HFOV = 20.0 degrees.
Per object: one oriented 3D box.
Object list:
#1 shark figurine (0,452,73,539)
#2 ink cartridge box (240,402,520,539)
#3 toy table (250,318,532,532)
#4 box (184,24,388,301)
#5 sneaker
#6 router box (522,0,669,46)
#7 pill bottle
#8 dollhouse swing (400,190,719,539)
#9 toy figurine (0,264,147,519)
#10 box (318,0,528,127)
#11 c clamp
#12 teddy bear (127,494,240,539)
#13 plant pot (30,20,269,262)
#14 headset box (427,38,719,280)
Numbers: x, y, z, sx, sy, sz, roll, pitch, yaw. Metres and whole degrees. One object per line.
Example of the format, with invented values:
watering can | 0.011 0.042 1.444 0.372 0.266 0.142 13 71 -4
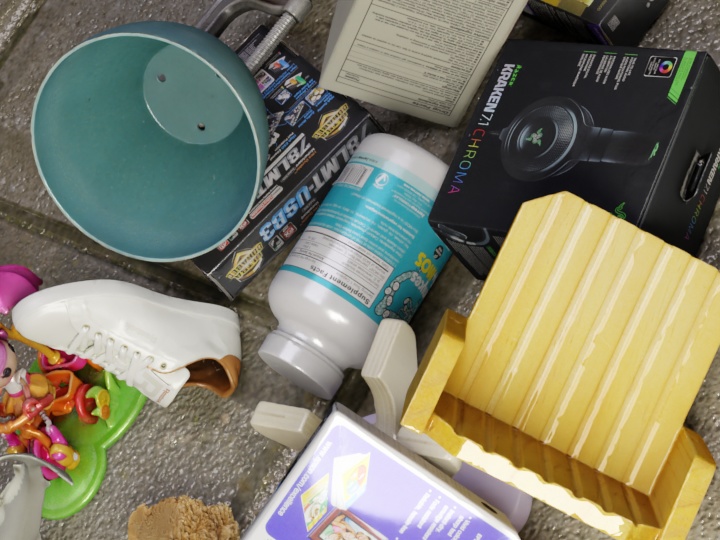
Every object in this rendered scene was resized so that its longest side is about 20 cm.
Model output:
shark figurine | -0.273 0.217 1.670 0.215 0.089 0.128 -59 -7 27
ink cartridge box | 0.009 0.225 1.402 0.199 0.199 0.043 -54 3 12
toy table | 0.016 0.143 1.500 0.199 0.117 0.185 -6 56 31
box | -0.099 -0.099 1.801 0.200 0.050 0.198 -46 45 -2
sneaker | -0.184 0.063 1.655 0.073 0.198 0.085 -50 41 47
router box | 0.215 -0.289 1.709 0.157 0.052 0.201 31 80 44
pill bottle | 0.000 0.000 1.616 0.110 0.111 0.201 21 74 43
dollhouse swing | 0.156 0.058 1.364 0.199 0.182 0.177 27 97 0
toy figurine | -0.289 0.081 1.713 0.149 0.184 0.201 -11 54 29
box | 0.057 -0.227 1.656 0.200 0.127 0.110 120 164 -58
c clamp | -0.108 -0.196 1.829 0.200 0.027 0.171 -49 44 -7
teddy bear | -0.138 0.276 1.561 0.144 0.067 0.201 -32 52 25
plant pot | -0.160 -0.128 1.719 0.199 0.201 0.135 -19 20 24
headset box | 0.180 -0.076 1.554 0.199 0.093 0.175 10 66 39
